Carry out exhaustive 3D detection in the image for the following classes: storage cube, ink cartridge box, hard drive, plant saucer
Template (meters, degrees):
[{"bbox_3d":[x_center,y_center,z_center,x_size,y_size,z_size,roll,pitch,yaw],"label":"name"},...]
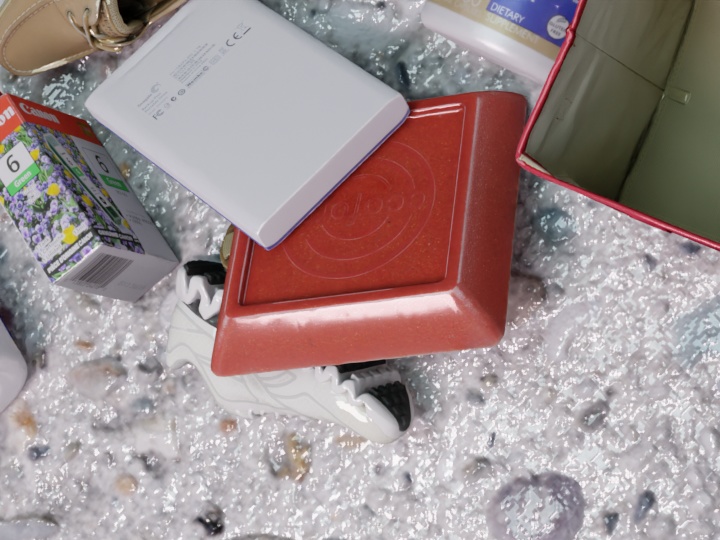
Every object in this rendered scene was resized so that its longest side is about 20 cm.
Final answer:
[{"bbox_3d":[0.226,-0.096,1.428,0.200,0.180,0.171,23,93,24],"label":"storage cube"},{"bbox_3d":[-0.216,-0.074,1.664,0.050,0.109,0.200,-40,69,15],"label":"ink cartridge box"},{"bbox_3d":[-0.078,-0.108,1.601,0.132,0.025,0.200,-45,50,-11],"label":"hard drive"},{"bbox_3d":[0.001,-0.033,1.549,0.199,0.037,0.200,-7,54,21],"label":"plant saucer"}]

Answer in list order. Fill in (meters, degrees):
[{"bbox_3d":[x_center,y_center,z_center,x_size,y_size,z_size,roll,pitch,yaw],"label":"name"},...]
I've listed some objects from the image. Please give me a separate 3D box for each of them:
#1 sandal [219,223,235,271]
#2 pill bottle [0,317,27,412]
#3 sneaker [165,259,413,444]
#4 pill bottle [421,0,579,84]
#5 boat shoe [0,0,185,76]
[{"bbox_3d":[0.000,0.000,1.585,0.200,0.054,0.080,9,60,31],"label":"sandal"},{"bbox_3d":[-0.330,0.018,1.698,0.120,0.120,0.200,-38,69,15],"label":"pill bottle"},{"bbox_3d":[-0.049,0.069,1.597,0.200,0.075,0.081,31,106,30],"label":"sneaker"},{"bbox_3d":[0.132,-0.221,1.513,0.120,0.120,0.200,27,94,25],"label":"pill bottle"},{"bbox_3d":[-0.178,-0.188,1.670,0.200,0.071,0.065,-32,41,22],"label":"boat shoe"}]
